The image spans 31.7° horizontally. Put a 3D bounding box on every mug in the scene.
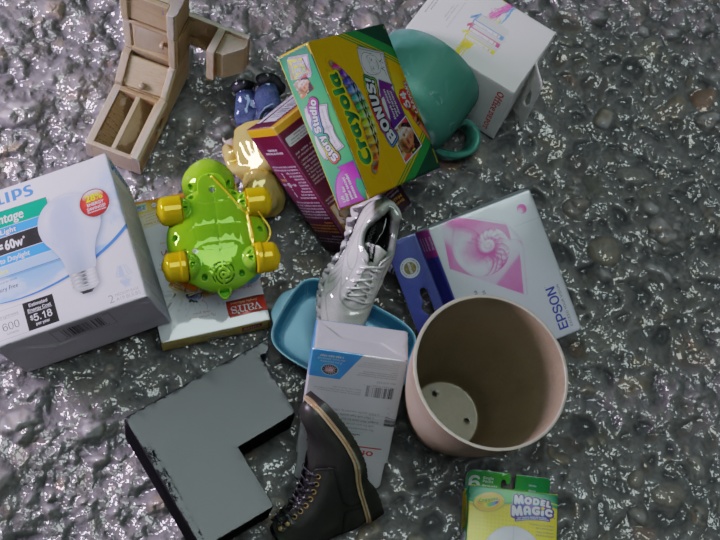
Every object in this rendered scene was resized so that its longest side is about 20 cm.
[{"bbox_3d":[0.080,-0.224,1.714,0.185,0.152,0.114,33,67,7],"label":"mug"}]

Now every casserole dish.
[{"bbox_3d":[-0.023,0.093,1.633,0.200,0.039,0.121,28,67,4],"label":"casserole dish"}]

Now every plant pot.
[{"bbox_3d":[0.128,0.152,1.536,0.187,0.200,0.188,5,66,-12],"label":"plant pot"}]

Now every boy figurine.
[{"bbox_3d":[-0.129,-0.166,1.704,0.124,0.064,0.200,-14,69,21],"label":"boy figurine"}]

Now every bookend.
[{"bbox_3d":[-0.151,0.223,1.534,0.200,0.092,0.199,-30,76,-19],"label":"bookend"}]

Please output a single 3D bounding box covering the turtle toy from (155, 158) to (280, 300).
[{"bbox_3d":[-0.182,-0.054,1.594,0.146,0.101,0.200,-6,69,-9],"label":"turtle toy"}]

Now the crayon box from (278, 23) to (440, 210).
[{"bbox_3d":[0.002,-0.194,1.576,0.173,0.058,0.200,-28,97,-53],"label":"crayon box"}]

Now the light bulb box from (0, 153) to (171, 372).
[{"bbox_3d":[-0.365,-0.009,1.566,0.198,0.125,0.200,-20,72,-2],"label":"light bulb box"}]

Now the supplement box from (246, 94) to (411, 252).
[{"bbox_3d":[-0.040,-0.134,1.649,0.110,0.086,0.200,-41,111,-21],"label":"supplement box"}]

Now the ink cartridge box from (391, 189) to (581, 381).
[{"bbox_3d":[0.159,0.021,1.633,0.200,0.043,0.197,-22,94,-6],"label":"ink cartridge box"}]

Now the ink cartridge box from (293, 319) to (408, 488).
[{"bbox_3d":[-0.015,0.165,1.554,0.116,0.200,0.067,8,31,-4],"label":"ink cartridge box"}]

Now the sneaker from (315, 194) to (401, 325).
[{"bbox_3d":[0.000,0.000,1.586,0.075,0.081,0.200,17,90,-20],"label":"sneaker"}]

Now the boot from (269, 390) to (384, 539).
[{"bbox_3d":[-0.062,0.254,1.492,0.138,0.077,0.200,-31,119,-15],"label":"boot"}]

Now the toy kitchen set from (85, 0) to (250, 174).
[{"bbox_3d":[-0.252,-0.242,1.651,0.163,0.200,0.181,20,67,2],"label":"toy kitchen set"}]

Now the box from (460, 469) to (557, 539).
[{"bbox_3d":[0.181,0.344,1.553,0.117,0.048,0.200,7,66,-5],"label":"box"}]

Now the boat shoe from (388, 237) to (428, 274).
[{"bbox_3d":[0.138,-0.008,1.677,0.200,0.071,0.091,-17,71,-14],"label":"boat shoe"}]

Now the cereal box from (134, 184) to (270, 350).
[{"bbox_3d":[-0.209,-0.006,1.648,0.144,0.040,0.200,-13,70,-11],"label":"cereal box"}]

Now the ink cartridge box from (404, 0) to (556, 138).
[{"bbox_3d":[0.167,-0.295,1.769,0.200,0.129,0.125,33,67,5],"label":"ink cartridge box"}]
